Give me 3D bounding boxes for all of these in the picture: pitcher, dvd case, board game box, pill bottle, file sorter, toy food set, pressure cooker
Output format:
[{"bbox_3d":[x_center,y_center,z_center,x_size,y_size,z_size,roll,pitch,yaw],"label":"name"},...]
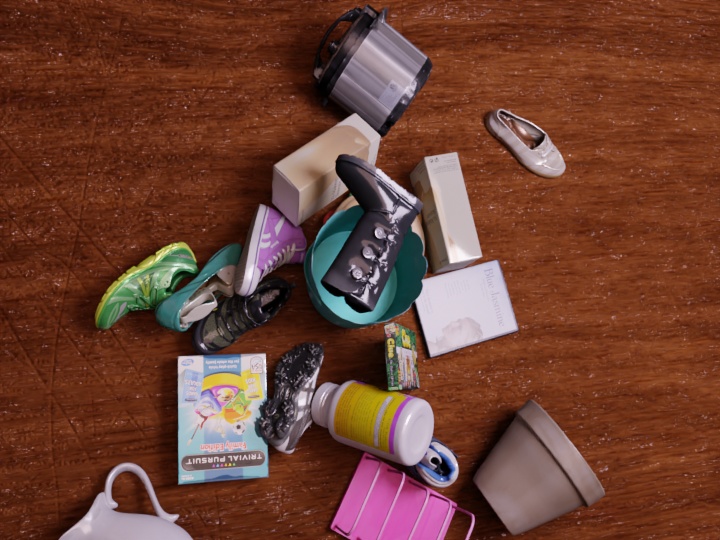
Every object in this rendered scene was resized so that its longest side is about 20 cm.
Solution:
[{"bbox_3d":[-0.339,0.411,1.078,0.196,0.122,0.174,26,58,3],"label":"pitcher"},{"bbox_3d":[0.198,0.072,1.329,0.195,0.018,0.146,-14,82,-17],"label":"dvd case"},{"bbox_3d":[-0.231,0.245,1.166,0.147,0.047,0.206,-1,79,-15],"label":"board game box"},{"bbox_3d":[0.073,0.151,1.193,0.023,0.200,0.108,-8,80,13],"label":"board game box"},{"bbox_3d":[0.015,0.243,1.143,0.103,0.196,0.107,-17,111,-52],"label":"pill bottle"},{"bbox_3d":[0.073,0.421,1.171,0.197,0.125,0.141,30,74,-7],"label":"file sorter"},{"bbox_3d":[0.026,-0.056,1.293,0.192,0.049,0.206,0,80,-15],"label":"toy food set"},{"bbox_3d":[0.015,-0.373,1.281,0.198,0.178,0.178,35,70,-8],"label":"pressure cooker"}]

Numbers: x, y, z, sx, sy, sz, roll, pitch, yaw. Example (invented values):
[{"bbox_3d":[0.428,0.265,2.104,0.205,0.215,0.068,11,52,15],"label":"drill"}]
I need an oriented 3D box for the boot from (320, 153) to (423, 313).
[{"bbox_3d":[-0.010,-0.058,1.088,0.162,0.066,0.203,30,77,-5],"label":"boot"}]

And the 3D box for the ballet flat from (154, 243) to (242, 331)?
[{"bbox_3d":[-0.254,0.035,1.173,0.070,0.068,0.200,29,56,26],"label":"ballet flat"}]

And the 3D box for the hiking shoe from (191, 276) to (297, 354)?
[{"bbox_3d":[-0.199,0.069,1.175,0.198,0.100,0.077,-37,97,-20],"label":"hiking shoe"}]

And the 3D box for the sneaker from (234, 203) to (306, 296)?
[{"bbox_3d":[-0.147,-0.025,1.197,0.112,0.073,0.204,26,45,-16],"label":"sneaker"}]

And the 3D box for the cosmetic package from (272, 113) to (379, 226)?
[{"bbox_3d":[-0.061,-0.180,1.235,0.071,0.106,0.199,42,62,17],"label":"cosmetic package"}]

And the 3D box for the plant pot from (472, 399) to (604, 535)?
[{"bbox_3d":[0.297,0.361,1.225,0.172,0.200,0.202,-36,90,-1],"label":"plant pot"}]

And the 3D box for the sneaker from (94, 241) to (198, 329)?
[{"bbox_3d":[-0.355,0.034,1.160,0.199,0.074,0.084,-40,87,-18],"label":"sneaker"}]

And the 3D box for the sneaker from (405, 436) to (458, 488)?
[{"bbox_3d":[0.085,0.291,1.188,0.200,0.146,0.081,44,72,-3],"label":"sneaker"}]

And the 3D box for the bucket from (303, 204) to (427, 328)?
[{"bbox_3d":[0.000,0.000,1.178,0.201,0.135,0.213,3,78,-14],"label":"bucket"}]

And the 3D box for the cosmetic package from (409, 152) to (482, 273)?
[{"bbox_3d":[0.158,-0.106,1.309,0.069,0.105,0.205,-10,80,-14],"label":"cosmetic package"}]

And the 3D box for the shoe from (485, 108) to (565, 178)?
[{"bbox_3d":[0.340,-0.259,1.412,0.198,0.053,0.071,35,73,-6],"label":"shoe"}]

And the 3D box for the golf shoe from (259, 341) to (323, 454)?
[{"bbox_3d":[-0.111,0.218,1.198,0.076,0.096,0.202,5,49,26],"label":"golf shoe"}]
